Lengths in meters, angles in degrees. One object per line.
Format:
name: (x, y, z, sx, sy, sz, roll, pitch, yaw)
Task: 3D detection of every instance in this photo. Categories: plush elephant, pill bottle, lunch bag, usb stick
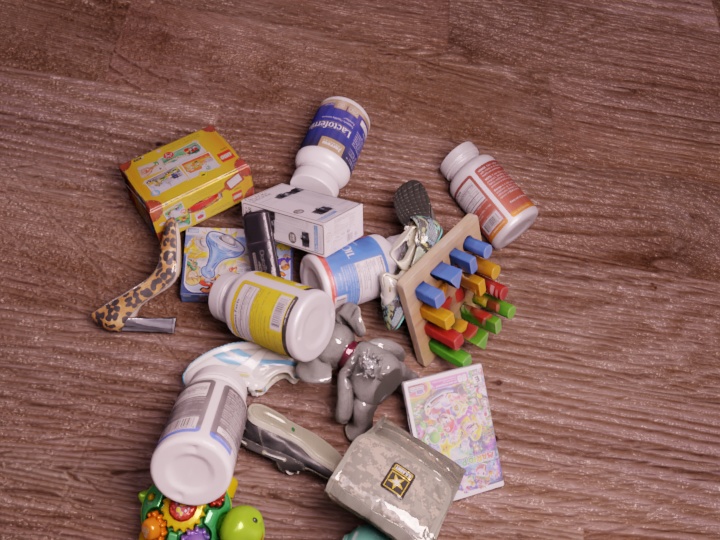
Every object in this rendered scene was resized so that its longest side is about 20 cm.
plush elephant: (-0.014, 0.153, 1.058, 0.154, 0.202, 0.165, 36, 69, 31)
pill bottle: (-0.061, -0.231, 1.262, 0.113, 0.116, 0.203, 19, 62, 1)
pill bottle: (-0.146, 0.064, 1.025, 0.197, 0.112, 0.112, 16, 57, 32)
lunch bag: (0.052, 0.316, 0.938, 0.162, 0.200, 0.119, 29, 101, 15)
pill bottle: (-0.227, 0.231, 0.943, 0.111, 0.116, 0.201, 9, 22, -4)
pill bottle: (0.000, 0.000, 1.152, 0.197, 0.113, 0.114, -18, 67, -27)
pill bottle: (0.249, -0.153, 1.275, 0.111, 0.113, 0.201, -29, 71, -21)
usb stick: (-0.164, -0.004, 1.111, 0.054, 0.033, 0.205, -10, 91, 18)

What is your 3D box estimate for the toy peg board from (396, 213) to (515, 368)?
toy peg board: (0.178, 0.049, 1.099, 0.097, 0.202, 0.200, 25, 56, 40)

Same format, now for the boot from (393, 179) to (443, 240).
boot: (0.123, -0.059, 1.205, 0.067, 0.131, 0.203, -22, 59, 7)

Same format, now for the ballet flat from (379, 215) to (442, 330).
ballet flat: (0.068, 0.000, 1.092, 0.073, 0.074, 0.203, 23, 89, 4)

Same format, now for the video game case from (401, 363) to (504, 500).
video game case: (0.152, 0.268, 1.054, 0.140, 0.018, 0.205, -11, 89, -15)

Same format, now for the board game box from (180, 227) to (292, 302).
board game box: (-0.221, -0.009, 1.169, 0.195, 0.035, 0.138, 1, 63, -9)

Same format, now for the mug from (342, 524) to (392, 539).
mug: (0.008, 0.440, 0.894, 0.113, 0.185, 0.154, 25, 79, 9)

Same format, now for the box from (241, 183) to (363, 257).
box: (-0.105, -0.094, 1.148, 0.197, 0.061, 0.116, 18, 33, 34)

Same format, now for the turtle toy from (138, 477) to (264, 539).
turtle toy: (-0.234, 0.359, 0.941, 0.196, 0.102, 0.148, 18, 62, 1)

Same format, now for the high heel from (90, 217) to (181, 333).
high heel: (-0.379, 0.005, 1.094, 0.139, 0.071, 0.205, 5, 84, -12)

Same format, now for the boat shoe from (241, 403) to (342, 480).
boat shoe: (-0.105, 0.291, 1.030, 0.197, 0.072, 0.068, 30, 99, -1)

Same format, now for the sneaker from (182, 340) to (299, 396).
sneaker: (-0.194, 0.167, 1.062, 0.196, 0.077, 0.082, -13, 67, -13)

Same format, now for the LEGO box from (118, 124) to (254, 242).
LEGO box: (-0.320, -0.166, 1.189, 0.198, 0.078, 0.149, -29, 56, -22)
